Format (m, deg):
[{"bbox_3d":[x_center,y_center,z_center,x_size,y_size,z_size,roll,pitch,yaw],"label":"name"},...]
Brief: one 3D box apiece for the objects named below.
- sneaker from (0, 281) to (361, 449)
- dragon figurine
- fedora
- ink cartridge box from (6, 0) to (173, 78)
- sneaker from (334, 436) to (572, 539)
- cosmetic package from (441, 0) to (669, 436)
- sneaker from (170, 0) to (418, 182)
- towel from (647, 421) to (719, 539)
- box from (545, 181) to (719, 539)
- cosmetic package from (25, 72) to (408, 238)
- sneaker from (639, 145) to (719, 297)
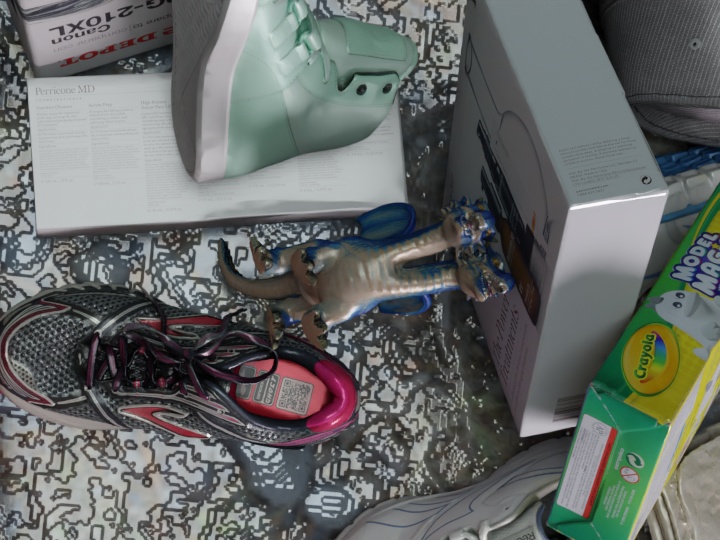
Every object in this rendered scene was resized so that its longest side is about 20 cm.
[{"bbox_3d":[-0.097,0.049,0.887,0.199,0.075,0.081,7,84,-8],"label":"sneaker"},{"bbox_3d":[0.000,0.000,0.858,0.099,0.200,0.059,-15,95,-25],"label":"dragon figurine"},{"bbox_3d":[0.212,-0.118,0.895,0.199,0.177,0.091,-1,79,7],"label":"fedora"},{"bbox_3d":[-0.114,-0.188,0.832,0.144,0.200,0.085,-19,74,-11],"label":"ink cartridge box"},{"bbox_3d":[0.059,0.146,0.899,0.199,0.087,0.075,-28,92,-9],"label":"sneaker"},{"bbox_3d":[0.089,-0.033,0.837,0.051,0.200,0.151,-9,55,-9],"label":"cosmetic package"},{"bbox_3d":[-0.028,-0.128,0.813,0.118,0.201,0.074,-13,59,-18],"label":"sneaker"},{"bbox_3d":[0.241,0.141,0.928,0.199,0.034,0.133,-15,90,-33],"label":"towel"},{"bbox_3d":[0.165,0.038,0.851,0.048,0.118,0.200,28,49,18],"label":"box"},{"bbox_3d":[-0.078,-0.065,0.911,0.199,0.051,0.083,-3,88,-10],"label":"cosmetic package"},{"bbox_3d":[0.212,-0.030,0.957,0.199,0.075,0.087,-15,112,-12],"label":"sneaker"}]
